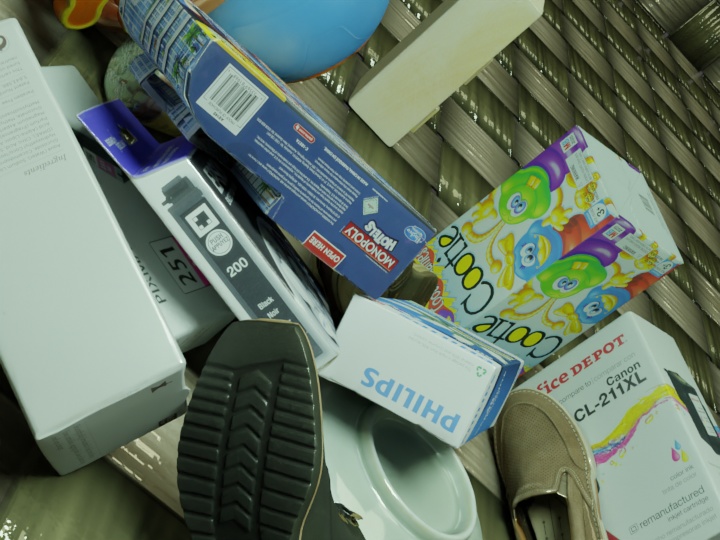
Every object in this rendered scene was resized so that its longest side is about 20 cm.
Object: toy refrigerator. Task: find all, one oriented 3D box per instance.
[{"bbox_3d":[0.085,-0.213,1.260,0.070,0.200,0.076,45,25,-12],"label":"toy refrigerator"}]

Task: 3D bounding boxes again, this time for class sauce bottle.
[{"bbox_3d":[-0.101,-0.121,0.990,0.199,0.065,0.065,15,43,-51],"label":"sauce bottle"}]

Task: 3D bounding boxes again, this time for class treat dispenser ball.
[{"bbox_3d":[-0.070,-0.253,1.056,0.201,0.201,0.202,38,28,-25],"label":"treat dispenser ball"}]

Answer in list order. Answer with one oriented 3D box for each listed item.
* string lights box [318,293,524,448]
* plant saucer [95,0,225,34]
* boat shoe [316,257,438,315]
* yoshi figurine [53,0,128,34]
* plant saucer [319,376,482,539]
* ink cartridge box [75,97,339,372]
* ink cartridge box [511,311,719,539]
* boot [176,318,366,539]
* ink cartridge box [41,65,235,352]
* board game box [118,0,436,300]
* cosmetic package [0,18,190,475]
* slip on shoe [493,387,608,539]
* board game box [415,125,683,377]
[{"bbox_3d":[0.047,0.066,0.888,0.102,0.059,0.200,27,3,12],"label":"string lights box"},{"bbox_3d":[-0.145,-0.267,0.961,0.201,0.199,0.032,63,12,24],"label":"plant saucer"},{"bbox_3d":[0.000,0.000,0.971,0.067,0.072,0.200,35,0,18],"label":"boat shoe"},{"bbox_3d":[-0.185,-0.270,0.908,0.113,0.111,0.201,71,-3,-65],"label":"yoshi figurine"},{"bbox_3d":[0.026,0.145,0.867,0.200,0.050,0.201,39,28,-25],"label":"plant saucer"},{"bbox_3d":[-0.090,-0.036,0.823,0.200,0.043,0.198,52,3,-11],"label":"ink cartridge box"},{"bbox_3d":[0.214,0.158,1.045,0.083,0.145,0.201,27,34,-45],"label":"ink cartridge box"},{"bbox_3d":[-0.034,0.121,0.706,0.138,0.077,0.202,-11,107,-67],"label":"boot"},{"bbox_3d":[-0.178,-0.030,0.770,0.201,0.043,0.173,54,24,6],"label":"ink cartridge box"},{"bbox_3d":[-0.072,-0.097,0.818,0.200,0.062,0.200,39,6,-36],"label":"board game box"},{"bbox_3d":[-0.162,-0.008,0.655,0.201,0.081,0.113,63,-14,15],"label":"cosmetic package"},{"bbox_3d":[0.141,0.174,0.997,0.060,0.076,0.201,32,38,-46],"label":"slip on shoe"},{"bbox_3d":[0.147,-0.007,1.089,0.103,0.200,0.105,26,35,-40],"label":"board game box"}]
